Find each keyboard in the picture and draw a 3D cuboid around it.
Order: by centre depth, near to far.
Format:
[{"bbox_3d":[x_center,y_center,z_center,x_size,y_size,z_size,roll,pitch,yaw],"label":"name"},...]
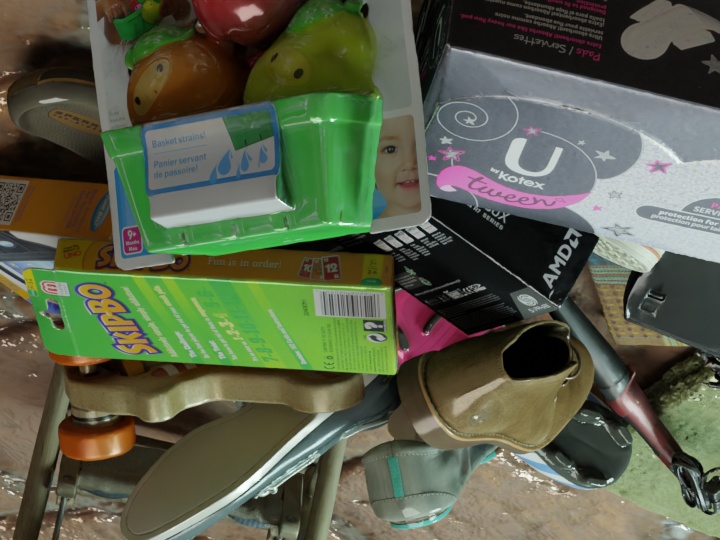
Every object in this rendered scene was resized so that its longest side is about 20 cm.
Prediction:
[{"bbox_3d":[0.240,0.030,1.450,0.200,0.040,0.104,22,125,-15],"label":"keyboard"}]

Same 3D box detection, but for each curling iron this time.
[{"bbox_3d":[0.164,0.071,1.524,0.200,0.026,0.050,52,156,-18],"label":"curling iron"}]

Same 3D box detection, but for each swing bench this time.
[{"bbox_3d":[-0.123,0.171,1.645,0.199,0.200,0.130,13,148,-4],"label":"swing bench"}]

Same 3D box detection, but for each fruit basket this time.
[{"bbox_3d":[-0.057,-0.108,1.199,0.185,0.200,0.094,-7,-178,31],"label":"fruit basket"}]

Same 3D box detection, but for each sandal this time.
[{"bbox_3d":[-0.103,-0.058,1.409,0.200,0.055,0.082,19,148,-25],"label":"sandal"}]

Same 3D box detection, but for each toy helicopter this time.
[{"bbox_3d":[-0.085,0.062,1.542,0.200,0.132,0.079,4,109,26],"label":"toy helicopter"}]

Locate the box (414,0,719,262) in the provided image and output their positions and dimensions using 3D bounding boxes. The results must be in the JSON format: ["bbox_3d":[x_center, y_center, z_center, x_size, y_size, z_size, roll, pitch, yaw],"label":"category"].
[{"bbox_3d":[0.129,-0.093,1.235,0.200,0.115,0.132,14,148,-5],"label":"box"}]

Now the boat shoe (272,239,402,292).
[{"bbox_3d":[0.000,0.000,1.463,0.200,0.057,0.067,-18,147,31],"label":"boat shoe"}]

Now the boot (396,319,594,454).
[{"bbox_3d":[0.099,0.058,1.412,0.075,0.074,0.200,-27,171,25],"label":"boot"}]

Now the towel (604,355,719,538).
[{"bbox_3d":[0.231,0.110,1.601,0.148,0.037,0.200,22,147,-16],"label":"towel"}]

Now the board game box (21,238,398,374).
[{"bbox_3d":[-0.080,0.020,1.389,0.200,0.030,0.096,1,148,3],"label":"board game box"}]

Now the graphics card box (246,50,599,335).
[{"bbox_3d":[0.015,-0.045,1.336,0.200,0.051,0.125,36,161,-12],"label":"graphics card box"}]

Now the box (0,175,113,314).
[{"bbox_3d":[-0.151,-0.009,1.462,0.200,0.042,0.119,8,157,44],"label":"box"}]

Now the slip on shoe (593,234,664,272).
[{"bbox_3d":[0.084,-0.073,1.338,0.200,0.061,0.074,31,172,-10],"label":"slip on shoe"}]

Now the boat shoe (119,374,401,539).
[{"bbox_3d":[-0.057,0.117,1.572,0.073,0.200,0.062,42,167,51],"label":"boat shoe"}]

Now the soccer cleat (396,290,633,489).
[{"bbox_3d":[0.078,0.070,1.555,0.200,0.070,0.086,38,172,-20],"label":"soccer cleat"}]

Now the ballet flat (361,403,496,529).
[{"bbox_3d":[0.044,0.105,1.559,0.067,0.064,0.200,-14,-174,12],"label":"ballet flat"}]

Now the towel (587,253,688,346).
[{"bbox_3d":[0.231,0.001,1.445,0.200,0.022,0.147,1,147,17],"label":"towel"}]
